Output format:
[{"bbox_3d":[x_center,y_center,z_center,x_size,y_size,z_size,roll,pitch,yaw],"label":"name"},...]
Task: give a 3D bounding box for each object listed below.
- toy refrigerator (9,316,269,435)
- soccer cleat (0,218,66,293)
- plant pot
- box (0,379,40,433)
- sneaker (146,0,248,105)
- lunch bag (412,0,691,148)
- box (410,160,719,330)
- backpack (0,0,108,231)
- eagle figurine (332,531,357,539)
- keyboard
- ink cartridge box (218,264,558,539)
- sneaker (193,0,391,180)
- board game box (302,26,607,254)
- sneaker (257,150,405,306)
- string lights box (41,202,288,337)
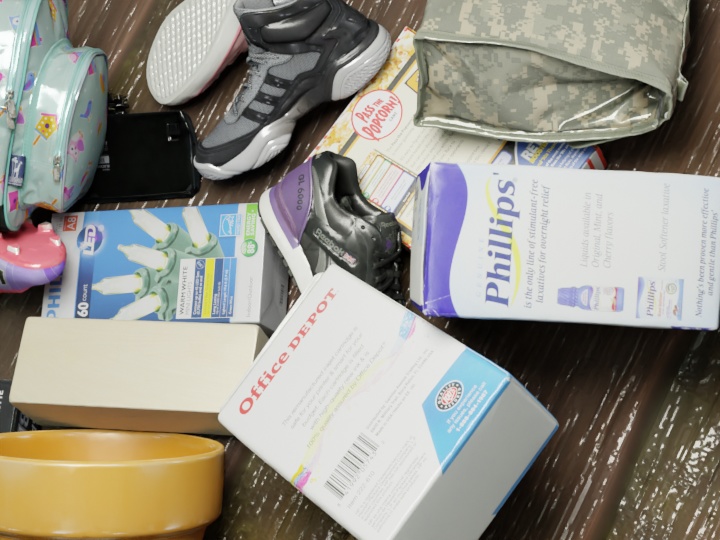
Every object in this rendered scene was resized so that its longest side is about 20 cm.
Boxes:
[{"bbox_3d":[-0.174,0.087,1.219,0.200,0.070,0.076,1,67,13],"label":"toy refrigerator"},{"bbox_3d":[-0.305,-0.006,1.270,0.200,0.067,0.077,17,114,48],"label":"soccer cleat"},{"bbox_3d":[-0.206,0.224,1.146,0.200,0.200,0.183,2,90,19],"label":"plant pot"},{"bbox_3d":[-0.381,0.188,1.280,0.198,0.050,0.200,1,75,20],"label":"box"},{"bbox_3d":[-0.097,-0.216,1.294,0.200,0.105,0.075,-52,55,27],"label":"sneaker"},{"bbox_3d":[0.153,-0.183,1.148,0.200,0.118,0.164,9,52,10],"label":"lunch bag"},{"bbox_3d":[0.138,-0.017,1.059,0.200,0.184,0.105,4,91,0],"label":"box"},{"bbox_3d":[-0.288,-0.141,1.237,0.153,0.176,0.200,1,102,2],"label":"backpack"},{"bbox_3d":[0.060,0.259,1.089,0.200,0.151,0.152,45,136,-5],"label":"eagle figurine"},{"bbox_3d":[-0.233,-0.113,1.335,0.200,0.040,0.104,-1,97,17],"label":"keyboard"},{"bbox_3d":[0.014,0.104,1.046,0.200,0.085,0.145,32,84,44],"label":"ink cartridge box"},{"bbox_3d":[-0.081,-0.166,1.233,0.200,0.114,0.076,-35,27,17],"label":"sneaker"},{"bbox_3d":[0.072,-0.083,1.209,0.200,0.046,0.152,37,89,24],"label":"board game box"},{"bbox_3d":[0.000,0.000,1.168,0.088,0.076,0.200,-37,79,30],"label":"sneaker"},{"bbox_3d":[-0.162,0.003,1.255,0.200,0.059,0.103,-2,75,19],"label":"string lights box"}]
